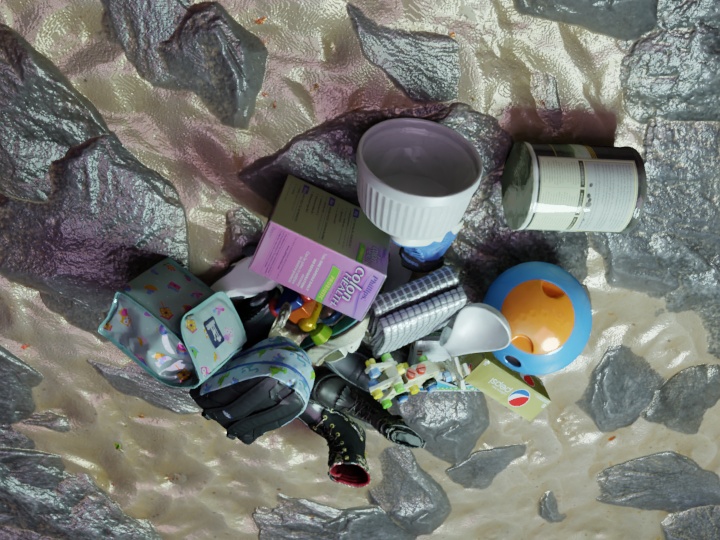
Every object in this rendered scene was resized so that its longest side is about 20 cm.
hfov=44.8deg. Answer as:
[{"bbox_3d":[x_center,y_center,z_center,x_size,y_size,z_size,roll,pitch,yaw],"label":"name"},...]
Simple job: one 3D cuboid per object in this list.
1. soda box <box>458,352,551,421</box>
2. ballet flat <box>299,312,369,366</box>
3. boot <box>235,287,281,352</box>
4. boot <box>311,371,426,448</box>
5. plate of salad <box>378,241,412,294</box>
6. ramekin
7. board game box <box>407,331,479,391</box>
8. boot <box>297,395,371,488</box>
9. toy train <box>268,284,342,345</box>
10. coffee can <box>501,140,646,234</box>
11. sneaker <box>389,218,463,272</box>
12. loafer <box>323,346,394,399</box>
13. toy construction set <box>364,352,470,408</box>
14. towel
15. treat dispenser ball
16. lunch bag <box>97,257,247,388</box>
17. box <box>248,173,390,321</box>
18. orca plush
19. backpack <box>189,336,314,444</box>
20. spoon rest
[{"bbox_3d":[0.278,0.212,1.697,0.199,0.068,0.064,32,113,-28],"label":"soda box"},{"bbox_3d":[-0.033,0.121,1.545,0.062,0.068,0.199,47,141,-13],"label":"ballet flat"},{"bbox_3d":[-0.164,0.129,1.589,0.199,0.077,0.168,-39,120,25],"label":"boot"},{"bbox_3d":[0.018,0.269,1.658,0.198,0.174,0.070,24,94,-34],"label":"boot"},{"bbox_3d":[0.000,0.000,1.550,0.197,0.048,0.202,-5,126,-7],"label":"plate of salad"},{"bbox_3d":[0.085,-0.140,1.380,0.197,0.202,0.106,1,135,-11],"label":"ramekin"},{"bbox_3d":[0.190,0.181,1.722,0.197,0.035,0.128,2,124,-13],"label":"board game box"},{"bbox_3d":[-0.056,0.329,1.707,0.073,0.151,0.199,-40,122,18],"label":"boot"},{"bbox_3d":[-0.092,0.081,1.469,0.084,0.201,0.116,-25,116,28],"label":"toy train"},{"bbox_3d":[0.353,-0.137,1.459,0.197,0.147,0.148,1,125,-12],"label":"coffee can"},{"bbox_3d":[0.097,-0.039,1.471,0.076,0.199,0.112,35,118,18],"label":"sneaker"},{"bbox_3d":[0.008,0.190,1.666,0.199,0.070,0.069,30,96,-28],"label":"loafer"},{"bbox_3d":[0.099,0.192,1.602,0.197,0.093,0.132,-5,149,-9],"label":"toy construction set"},{"bbox_3d":[0.090,0.070,1.539,0.164,0.087,0.200,-23,168,-10],"label":"towel"},{"bbox_3d":[0.316,0.086,1.576,0.197,0.202,0.203,-5,126,-7],"label":"treat dispenser ball"},{"bbox_3d":[-0.298,0.092,1.439,0.199,0.170,0.123,35,117,5],"label":"lunch bag"},{"bbox_3d":[-0.059,-0.040,1.404,0.198,0.177,0.097,24,119,-8],"label":"box"},{"bbox_3d":[-0.190,0.028,1.521,0.199,0.106,0.071,-39,154,13],"label":"orca plush"},{"bbox_3d":[-0.171,0.203,1.521,0.163,0.155,0.199,44,143,-19],"label":"backpack"},{"bbox_3d":[0.193,0.111,1.525,0.099,0.061,0.200,42,154,-5],"label":"spoon rest"}]
